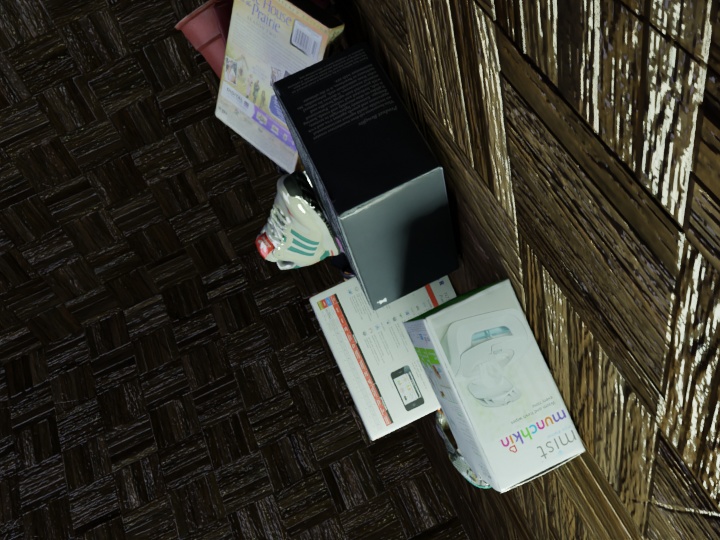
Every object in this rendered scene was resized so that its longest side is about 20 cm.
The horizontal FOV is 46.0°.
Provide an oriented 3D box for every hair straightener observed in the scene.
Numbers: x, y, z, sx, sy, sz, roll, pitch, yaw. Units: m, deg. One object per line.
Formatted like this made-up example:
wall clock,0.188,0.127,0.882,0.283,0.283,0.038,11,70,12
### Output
hair straightener,-0.153,-0.275,1.190,0.077,0.041,0.202,173,73,-86

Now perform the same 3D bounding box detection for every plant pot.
plant pot,-0.163,-0.358,1.369,0.196,0.199,0.201,59,178,-16

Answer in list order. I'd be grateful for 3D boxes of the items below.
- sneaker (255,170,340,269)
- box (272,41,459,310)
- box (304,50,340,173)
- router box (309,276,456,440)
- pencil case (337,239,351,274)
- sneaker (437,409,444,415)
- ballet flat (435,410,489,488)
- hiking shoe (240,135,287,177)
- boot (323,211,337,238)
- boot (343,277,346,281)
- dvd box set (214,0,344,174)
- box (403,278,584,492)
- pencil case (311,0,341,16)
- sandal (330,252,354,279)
sneaker,-0.085,-0.047,1.022,0.071,0.093,0.200,63,179,18
box,0.011,-0.099,0.938,0.201,0.122,0.200,69,176,-59
box,-0.065,-0.238,1.205,0.101,0.111,0.202,-119,7,-66
router box,0.052,0.091,1.107,0.049,0.178,0.202,123,123,-85
pencil case,0.021,0.011,1.385,0.086,0.082,0.202,-36,-74,-49
sneaker,0.120,0.171,1.454,0.079,0.075,0.201,66,180,-60
ballet flat,0.175,0.285,1.440,0.201,0.071,0.073,-124,11,-61
hiking shoe,-0.121,-0.222,1.312,0.200,0.075,0.101,51,-134,-35
boot,-0.013,-0.062,1.257,0.182,0.198,0.073,37,-111,-76
boot,0.038,0.056,1.549,0.144,0.071,0.202,36,156,37
dvd box set,-0.101,-0.233,0.999,0.146,0.029,0.201,37,134,20
box,0.125,0.114,0.871,0.200,0.096,0.178,114,132,-84
pencil case,-0.089,-0.256,1.068,0.090,0.094,0.201,28,130,11
sandal,0.001,0.000,1.230,0.075,0.043,0.200,21,173,-8
